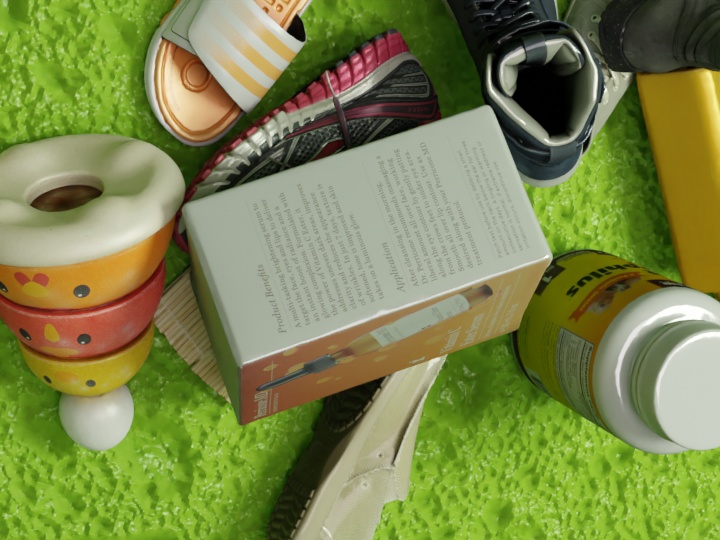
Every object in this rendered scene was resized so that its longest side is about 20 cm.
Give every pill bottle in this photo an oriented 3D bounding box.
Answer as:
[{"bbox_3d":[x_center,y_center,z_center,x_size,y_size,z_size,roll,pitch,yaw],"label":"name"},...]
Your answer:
[{"bbox_3d":[0.183,0.055,1.308,0.108,0.200,0.110,-4,103,-19],"label":"pill bottle"}]

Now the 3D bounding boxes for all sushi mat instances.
[{"bbox_3d":[-0.043,-0.006,1.316,0.200,0.012,0.096,-43,111,-7],"label":"sushi mat"}]

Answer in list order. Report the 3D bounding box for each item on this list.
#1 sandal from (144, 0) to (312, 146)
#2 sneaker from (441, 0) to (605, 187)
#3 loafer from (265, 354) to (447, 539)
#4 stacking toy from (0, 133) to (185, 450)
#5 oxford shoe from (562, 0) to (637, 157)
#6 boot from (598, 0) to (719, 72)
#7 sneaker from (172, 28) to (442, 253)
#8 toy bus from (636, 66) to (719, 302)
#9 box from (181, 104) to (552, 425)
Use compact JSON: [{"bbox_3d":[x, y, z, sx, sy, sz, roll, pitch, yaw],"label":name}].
[{"bbox_3d":[-0.063,-0.173,1.250,0.079,0.059,0.208,35,88,-22],"label":"sandal"},{"bbox_3d":[0.096,-0.160,1.239,0.076,0.146,0.204,-21,84,2],"label":"sneaker"},{"bbox_3d":[0.008,0.116,1.330,0.068,0.076,0.201,28,96,-26],"label":"loafer"},{"bbox_3d":[-0.170,0.028,1.233,0.145,0.146,0.202,-16,122,-16],"label":"stacking toy"},{"bbox_3d":[0.160,-0.140,1.338,0.075,0.058,0.201,40,85,-20],"label":"oxford shoe"},{"bbox_3d":[0.264,-0.180,1.303,0.200,0.131,0.070,-43,124,-29],"label":"boot"},{"bbox_3d":[-0.036,-0.073,1.262,0.199,0.081,0.075,-36,95,-9],"label":"sneaker"},{"bbox_3d":[0.253,-0.054,1.367,0.078,0.065,0.202,-32,113,-45],"label":"toy bus"},{"bbox_3d":[0.000,0.000,1.220,0.198,0.152,0.107,-19,75,-8],"label":"box"}]
